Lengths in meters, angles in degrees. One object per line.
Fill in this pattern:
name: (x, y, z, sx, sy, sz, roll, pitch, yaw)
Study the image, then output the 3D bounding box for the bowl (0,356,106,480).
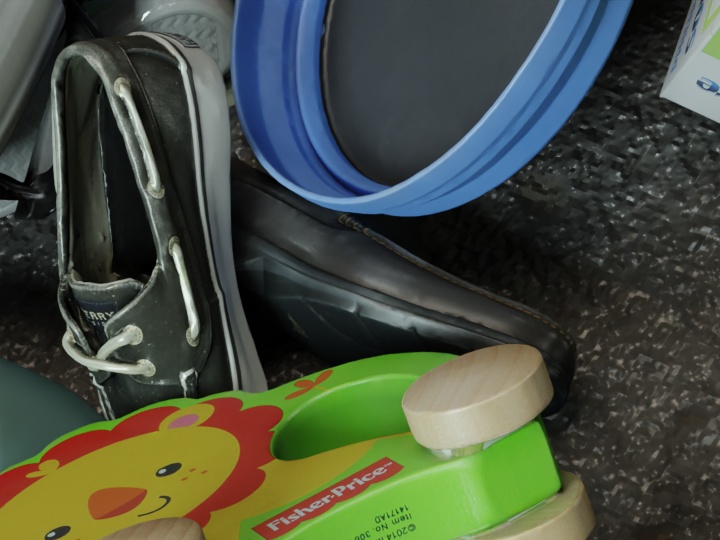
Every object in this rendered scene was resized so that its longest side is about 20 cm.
bowl: (-0.188, 0.098, 1.099, 0.200, 0.105, 0.202, -9, 56, 14)

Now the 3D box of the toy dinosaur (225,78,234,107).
toy dinosaur: (-0.005, -0.133, 1.221, 0.088, 0.047, 0.200, 9, 62, 46)

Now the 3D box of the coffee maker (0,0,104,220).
coffee maker: (-0.175, -0.125, 1.130, 0.192, 0.135, 0.200, 18, 68, 31)

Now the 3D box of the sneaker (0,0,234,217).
sneaker: (-0.146, -0.096, 1.235, 0.200, 0.074, 0.118, -24, 45, 11)

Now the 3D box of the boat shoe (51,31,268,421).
boat shoe: (-0.083, 0.014, 1.082, 0.070, 0.064, 0.201, -6, 93, 38)

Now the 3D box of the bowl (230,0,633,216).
bowl: (0.030, -0.114, 1.090, 0.200, 0.039, 0.201, -27, 53, 42)

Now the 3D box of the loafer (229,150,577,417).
loafer: (0.000, 0.000, 1.115, 0.199, 0.073, 0.072, 19, 61, 29)

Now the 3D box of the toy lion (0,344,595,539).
toy lion: (-0.048, 0.080, 0.981, 0.199, 0.069, 0.192, -26, 20, -17)

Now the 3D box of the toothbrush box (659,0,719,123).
toothbrush box: (0.196, -0.145, 1.050, 0.086, 0.200, 0.146, 23, 64, -4)
